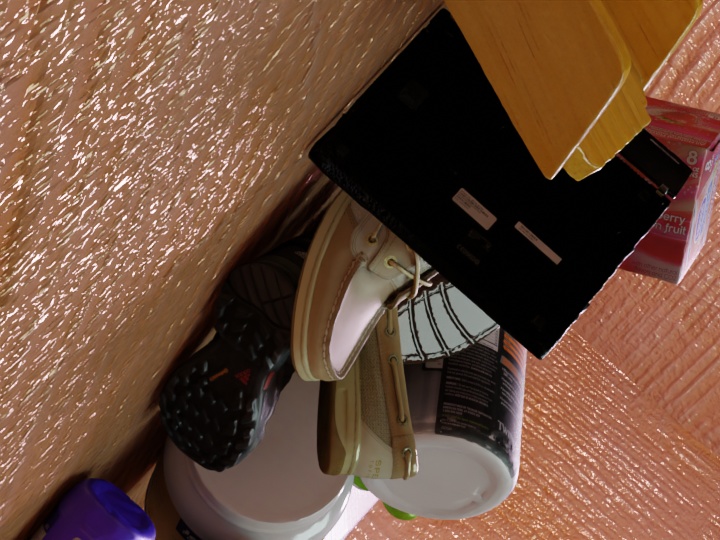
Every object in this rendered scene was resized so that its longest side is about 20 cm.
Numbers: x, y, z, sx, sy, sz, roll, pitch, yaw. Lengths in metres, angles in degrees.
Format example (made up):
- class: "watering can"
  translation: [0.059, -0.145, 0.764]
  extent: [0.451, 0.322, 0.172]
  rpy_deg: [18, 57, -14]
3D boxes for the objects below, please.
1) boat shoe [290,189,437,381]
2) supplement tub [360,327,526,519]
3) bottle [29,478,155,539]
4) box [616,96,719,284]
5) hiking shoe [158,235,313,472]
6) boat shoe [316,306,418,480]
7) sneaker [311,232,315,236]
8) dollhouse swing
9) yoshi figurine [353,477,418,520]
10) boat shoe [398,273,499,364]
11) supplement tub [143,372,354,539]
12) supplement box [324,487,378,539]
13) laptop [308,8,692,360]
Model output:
- class: "boat shoe"
  translation: [0.018, -0.021, 0.986]
  extent: [0.202, 0.066, 0.074]
  rpy_deg: [-67, 157, -18]
- class: "supplement tub"
  translation: [0.066, 0.076, 1.238]
  extent: [0.123, 0.121, 0.202]
  rpy_deg: [125, -19, -47]
- class: "bottle"
  translation: [-0.217, 0.228, 1.049]
  extent: [0.200, 0.065, 0.084]
  rpy_deg: [-50, 175, 1]
- class: "box"
  translation: [0.147, -0.074, 1.131]
  extent: [0.095, 0.198, 0.101]
  rpy_deg: [-38, 140, -61]
- class: "hiking shoe"
  translation: [-0.063, 0.054, 1.058]
  extent: [0.101, 0.076, 0.201]
  rpy_deg: [-38, 167, -45]
- class: "boat shoe"
  translation: [0.010, 0.036, 1.051]
  extent: [0.073, 0.062, 0.203]
  rpy_deg: [113, -18, -62]
- class: "sneaker"
  translation: [0.000, 0.000, 1.200]
  extent: [0.112, 0.073, 0.200]
  rpy_deg: [-49, 173, 8]
- class: "dollhouse swing"
  translation: [0.153, -0.179, 0.833]
  extent: [0.175, 0.183, 0.200]
  rpy_deg: [-29, -177, 27]
- class: "yoshi figurine"
  translation: [0.007, 0.120, 1.327]
  extent: [0.111, 0.200, 0.113]
  rpy_deg: [-27, 148, -19]
- class: "boat shoe"
  translation: [0.074, 0.006, 1.180]
  extent: [0.200, 0.075, 0.075]
  rpy_deg: [-19, 127, -26]
- class: "supplement tub"
  translation: [-0.084, 0.160, 1.230]
  extent: [0.144, 0.144, 0.200]
  rpy_deg: [-46, 173, -27]
- class: "supplement box"
  translation: [-0.060, 0.182, 1.487]
  extent: [0.200, 0.129, 0.105]
  rpy_deg: [-35, 123, -65]
- class: "laptop"
  translation: [0.092, -0.065, 0.975]
  extent: [0.200, 0.177, 0.103]
  rpy_deg: [-48, 174, -18]
